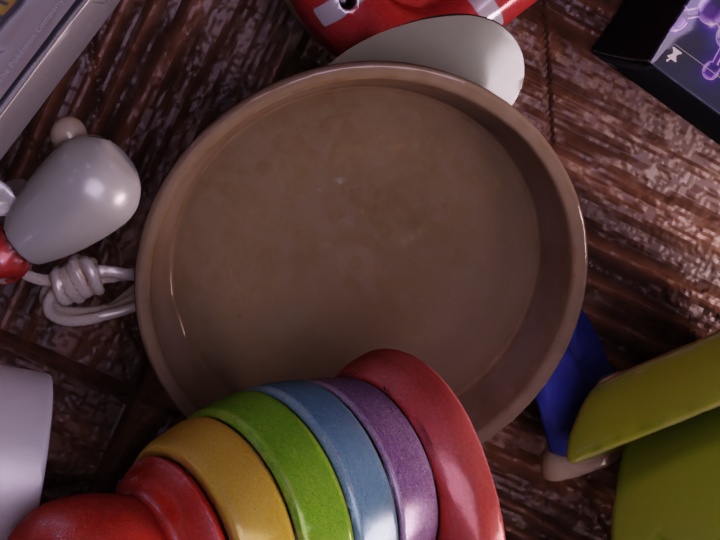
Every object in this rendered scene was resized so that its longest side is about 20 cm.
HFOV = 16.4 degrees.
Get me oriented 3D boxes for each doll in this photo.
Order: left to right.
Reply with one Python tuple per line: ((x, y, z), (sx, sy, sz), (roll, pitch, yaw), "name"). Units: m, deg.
((0.076, 0.001, 1.192), (0.048, 0.137, 0.200), (-13, 113, 28), "doll")

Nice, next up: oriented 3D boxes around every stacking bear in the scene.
((-0.054, 0.110, 1.007), (0.200, 0.121, 0.114), (-18, 117, -34), "stacking bear")

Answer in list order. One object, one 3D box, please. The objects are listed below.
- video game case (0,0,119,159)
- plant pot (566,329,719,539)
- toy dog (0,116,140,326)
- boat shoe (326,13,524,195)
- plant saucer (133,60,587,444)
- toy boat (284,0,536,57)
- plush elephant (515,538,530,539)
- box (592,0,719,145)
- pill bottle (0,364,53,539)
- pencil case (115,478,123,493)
((-0.210, -0.097, 1.008), (0.180, 0.026, 0.200), (34, 83, 22), "video game case")
((0.227, 0.104, 1.169), (0.199, 0.200, 0.182), (-12, 78, -51), "plant pot")
((-0.193, -0.020, 1.094), (0.199, 0.132, 0.097), (-18, 68, -1), "toy dog")
((-0.007, -0.051, 1.138), (0.200, 0.063, 0.071), (-36, 85, 17), "boat shoe")
((0.000, 0.000, 1.093), (0.199, 0.029, 0.201), (-3, 114, -7), "plant saucer")
((0.054, -0.174, 1.140), (0.200, 0.131, 0.131), (-39, 107, -8), "toy boat")
((0.053, 0.208, 1.183), (0.200, 0.165, 0.155), (43, 111, 5), "plush elephant")
((0.239, -0.109, 1.238), (0.200, 0.079, 0.141), (33, 91, -19), "box")
((-0.229, 0.067, 1.009), (0.199, 0.112, 0.113), (9, 96, -12), "pill bottle")
((-0.135, 0.195, 1.165), (0.091, 0.094, 0.200), (36, 86, 26), "pencil case")
